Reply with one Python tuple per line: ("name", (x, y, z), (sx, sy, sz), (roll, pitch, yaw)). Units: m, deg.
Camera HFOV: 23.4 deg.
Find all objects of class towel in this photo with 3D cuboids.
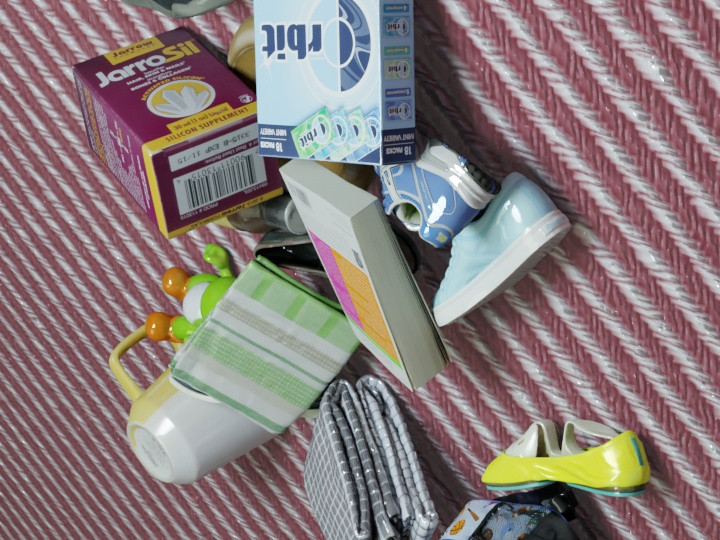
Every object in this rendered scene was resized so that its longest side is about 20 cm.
("towel", (-0.095, 0.079, 1.809), (0.149, 0.031, 0.200), (30, 130, -12))
("towel", (0.001, 0.234, 1.827), (0.166, 0.085, 0.201), (107, 151, -50))

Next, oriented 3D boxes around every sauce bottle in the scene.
("sauce bottle", (-0.117, -0.070, 1.765), (0.200, 0.065, 0.065), (18, 134, 50))

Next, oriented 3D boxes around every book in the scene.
("book", (0.000, 0.000, 1.596), (0.133, 0.048, 0.201), (35, 155, 51))

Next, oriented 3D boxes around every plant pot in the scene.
("plant pot", (-0.063, -0.151, 1.668), (0.200, 0.027, 0.201), (32, 141, 30))

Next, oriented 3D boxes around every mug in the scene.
("mug", (-0.200, 0.162, 2.020), (0.186, 0.153, 0.150), (24, 138, 38))

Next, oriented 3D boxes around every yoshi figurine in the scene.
("yoshi figurine", (-0.164, 0.036, 1.903), (0.199, 0.112, 0.113), (1, 114, 48))

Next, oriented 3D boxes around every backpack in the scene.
("backpack", (0.155, 0.317, 1.726), (0.190, 0.154, 0.201), (7, 130, 62))

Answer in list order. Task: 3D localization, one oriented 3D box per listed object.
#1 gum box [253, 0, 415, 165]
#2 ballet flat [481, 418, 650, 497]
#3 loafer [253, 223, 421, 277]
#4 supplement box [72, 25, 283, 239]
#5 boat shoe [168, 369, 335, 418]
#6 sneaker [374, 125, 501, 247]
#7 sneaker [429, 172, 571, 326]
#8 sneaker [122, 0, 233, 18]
("gum box", (-0.025, -0.195, 1.492), (0.169, 0.044, 0.201), (9, 104, 48))
("ballet flat", (0.189, 0.172, 1.628), (0.199, 0.067, 0.067), (-5, 95, 50))
("loafer", (-0.026, -0.013, 1.715), (0.199, 0.063, 0.072), (11, 128, 47))
("supplement box", (-0.177, -0.137, 1.683), (0.200, 0.130, 0.104), (44, 151, 46))
("boat shoe", (-0.119, 0.113, 1.907), (0.199, 0.075, 0.062), (11, 124, 22))
("sneaker", (0.040, -0.084, 1.508), (0.076, 0.077, 0.200), (34, -177, -32))
("sneaker", (0.110, -0.023, 1.535), (0.082, 0.074, 0.200), (56, 140, 9))
("sneaker", (-0.181, -0.303, 1.630), (0.199, 0.076, 0.115), (22, 143, 48))
